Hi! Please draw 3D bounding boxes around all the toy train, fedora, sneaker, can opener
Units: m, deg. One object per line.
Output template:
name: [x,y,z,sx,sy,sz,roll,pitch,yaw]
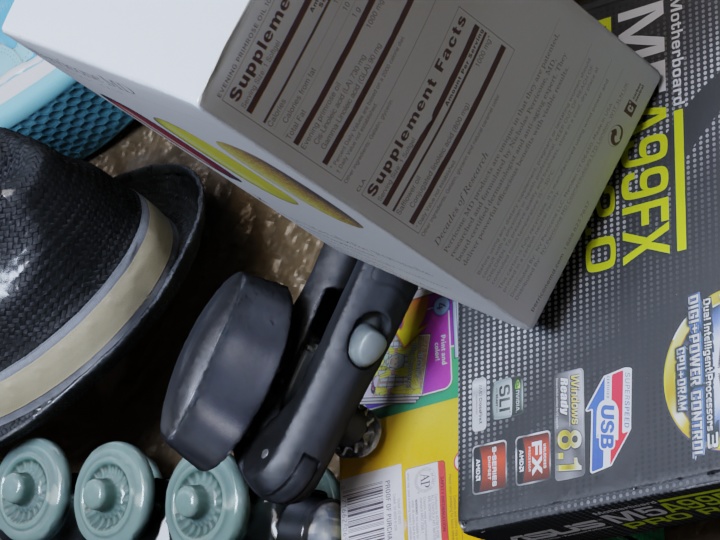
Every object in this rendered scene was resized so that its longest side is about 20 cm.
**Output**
toy train: [-0.085,0.131,1.241,0.199,0.085,0.115,0,81,42]
fedora: [-0.167,-0.004,1.308,0.200,0.092,0.201,-32,27,19]
sneaker: [-0.112,-0.145,1.375,0.200,0.079,0.131,-29,58,24]
can opener: [0.000,0.000,1.169,0.063,0.079,0.201,21,77,49]

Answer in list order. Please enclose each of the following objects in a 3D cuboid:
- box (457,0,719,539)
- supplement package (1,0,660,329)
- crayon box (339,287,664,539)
box: [0.110,-0.007,1.091,0.160,0.044,0.201,-15,65,37]
supplement package: [-0.007,-0.077,1.045,0.114,0.200,0.110,22,83,44]
crayon box: [0.052,0.026,1.196,0.118,0.058,0.201,-16,63,31]
